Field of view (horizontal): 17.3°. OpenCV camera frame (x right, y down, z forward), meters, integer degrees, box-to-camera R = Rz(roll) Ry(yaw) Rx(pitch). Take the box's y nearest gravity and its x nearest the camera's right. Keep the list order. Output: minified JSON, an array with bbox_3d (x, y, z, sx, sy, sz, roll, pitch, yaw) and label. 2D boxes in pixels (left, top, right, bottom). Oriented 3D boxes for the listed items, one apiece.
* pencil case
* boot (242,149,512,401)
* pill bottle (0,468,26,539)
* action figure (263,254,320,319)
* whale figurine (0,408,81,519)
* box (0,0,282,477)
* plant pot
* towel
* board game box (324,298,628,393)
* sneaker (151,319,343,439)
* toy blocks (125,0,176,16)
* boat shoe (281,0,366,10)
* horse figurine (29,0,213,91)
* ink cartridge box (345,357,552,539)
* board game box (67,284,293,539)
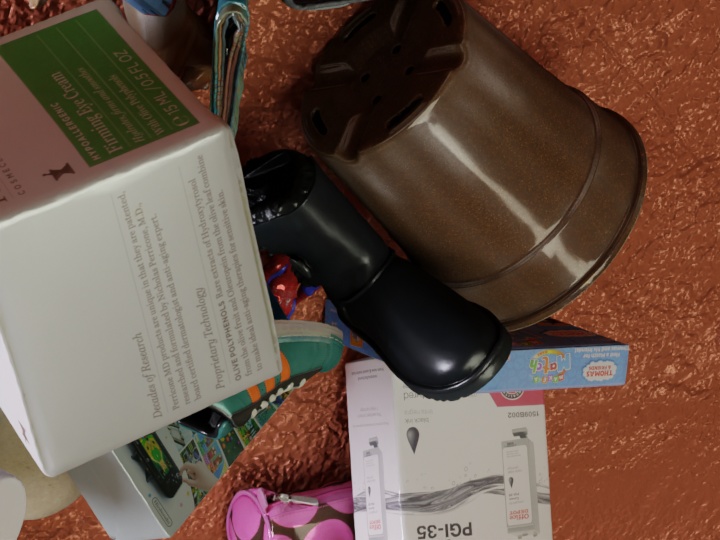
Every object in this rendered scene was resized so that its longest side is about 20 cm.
[{"bbox_3d":[-0.006,0.199,1.936,0.199,0.091,0.094,-12,129,-28],"label":"pencil case"},{"bbox_3d":[0.000,0.000,1.660,0.077,0.200,0.168,-49,125,-7],"label":"boot"},{"bbox_3d":[-0.328,0.136,1.592,0.111,0.199,0.112,-49,153,-37],"label":"pill bottle"},{"bbox_3d":[-0.069,0.030,1.799,0.065,0.052,0.201,9,117,-41],"label":"action figure"},{"bbox_3d":[-0.286,0.117,1.710,0.198,0.104,0.160,-12,131,6],"label":"whale figurine"},{"bbox_3d":[-0.177,-0.025,1.477,0.170,0.199,0.201,-24,129,-16],"label":"box"},{"bbox_3d":[0.074,-0.091,1.714,0.200,0.200,0.198,-45,127,4],"label":"plant pot"},{"bbox_3d":[-0.083,-0.156,1.562,0.022,0.201,0.148,6,124,-2],"label":"towel"},{"bbox_3d":[0.086,0.053,1.811,0.150,0.200,0.037,-1,101,-31],"label":"board game box"},{"bbox_3d":[-0.091,0.076,1.633,0.199,0.071,0.081,-1,85,-43],"label":"sneaker"},{"bbox_3d":[-0.131,-0.256,1.508,0.136,0.100,0.201,34,73,-43],"label":"toy blocks"},{"bbox_3d":[0.025,-0.226,1.659,0.199,0.068,0.072,-15,129,-23],"label":"boat shoe"},{"bbox_3d":[-0.156,-0.179,1.587,0.132,0.050,0.201,-32,128,-25],"label":"horse figurine"},{"bbox_3d":[0.073,0.167,1.888,0.145,0.083,0.202,-1,84,-28],"label":"ink cartridge box"},{"bbox_3d":[-0.137,0.072,1.678,0.200,0.064,0.148,-50,119,-41],"label":"board game box"}]
